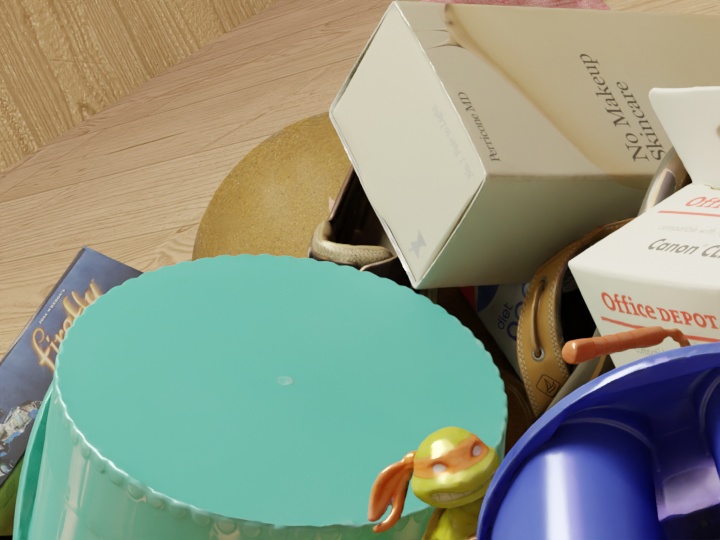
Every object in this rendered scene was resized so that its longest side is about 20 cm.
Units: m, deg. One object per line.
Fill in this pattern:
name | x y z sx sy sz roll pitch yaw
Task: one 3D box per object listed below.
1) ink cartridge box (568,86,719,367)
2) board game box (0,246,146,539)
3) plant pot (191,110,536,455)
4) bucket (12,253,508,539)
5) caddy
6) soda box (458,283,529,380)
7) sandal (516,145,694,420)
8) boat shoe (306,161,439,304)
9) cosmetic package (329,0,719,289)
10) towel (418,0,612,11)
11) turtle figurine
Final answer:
ink cartridge box | 0.148 0.036 0.700 0.067 0.201 0.116 -31 15 -19
board game box | -0.156 0.105 0.843 0.201 0.034 0.136 -59 -13 -35
plant pot | 0.021 0.038 1.018 0.185 0.187 0.200 -27 31 -2
bucket | -0.037 0.095 0.774 0.205 0.136 0.208 6 32 -4
caddy | 0.114 0.111 0.538 0.140 0.201 0.105 -19 32 17
soda box | 0.080 -0.021 0.949 0.068 0.201 0.064 -5 -40 -40
sandal | 0.090 0.027 0.814 0.082 0.054 0.201 -45 -18 -52
boat shoe | 0.000 0.000 0.896 0.072 0.072 0.201 22 88 41
cosmetic package | 0.099 -0.056 0.856 0.199 0.104 0.073 -3 -37 -35
towel | 0.127 -0.075 0.968 0.143 0.200 0.023 -18 -33 -44
turtle figurine | 0.047 0.119 0.669 0.199 0.162 0.064 -30 15 -14
